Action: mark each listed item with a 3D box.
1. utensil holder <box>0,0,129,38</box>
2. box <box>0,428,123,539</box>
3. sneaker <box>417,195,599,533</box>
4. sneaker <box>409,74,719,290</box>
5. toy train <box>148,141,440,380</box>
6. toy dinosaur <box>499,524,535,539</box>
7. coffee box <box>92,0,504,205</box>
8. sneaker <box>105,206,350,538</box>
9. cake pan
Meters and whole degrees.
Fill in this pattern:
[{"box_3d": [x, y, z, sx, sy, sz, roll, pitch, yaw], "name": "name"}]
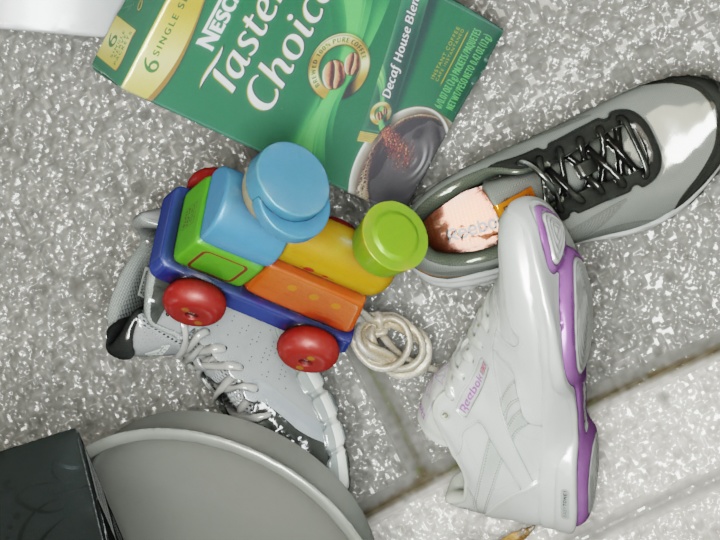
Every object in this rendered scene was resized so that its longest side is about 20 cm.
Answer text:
[{"box_3d": [-0.164, -0.229, 1.439, 0.169, 0.170, 0.202, 5, 95, 10], "name": "utensil holder"}, {"box_3d": [-0.210, 0.194, 1.357, 0.199, 0.149, 0.125, -18, 51, -3], "name": "box"}, {"box_3d": [0.074, 0.054, 1.417, 0.099, 0.075, 0.201, 4, 120, 14], "name": "sneaker"}, {"box_3d": [0.111, -0.044, 1.435, 0.199, 0.079, 0.074, -26, 85, 9], "name": "sneaker"}, {"box_3d": [0.000, 0.000, 1.407, 0.199, 0.116, 0.085, 23, 60, -22], "name": "toy train"}, {"box_3d": [0.081, 0.202, 1.453, 0.199, 0.060, 0.107, -30, 77, 19], "name": "toy dinosaur"}, {"box_3d": [-0.031, -0.118, 1.415, 0.199, 0.044, 0.124, 25, 98, -35], "name": "coffee box"}, {"box_3d": [-0.083, 0.056, 1.451, 0.075, 0.115, 0.201, -27, 77, 51], "name": "sneaker"}, {"box_3d": [-0.076, 0.155, 1.451, 0.199, 0.037, 0.201, 11, 128, 15], "name": "cake pan"}]
